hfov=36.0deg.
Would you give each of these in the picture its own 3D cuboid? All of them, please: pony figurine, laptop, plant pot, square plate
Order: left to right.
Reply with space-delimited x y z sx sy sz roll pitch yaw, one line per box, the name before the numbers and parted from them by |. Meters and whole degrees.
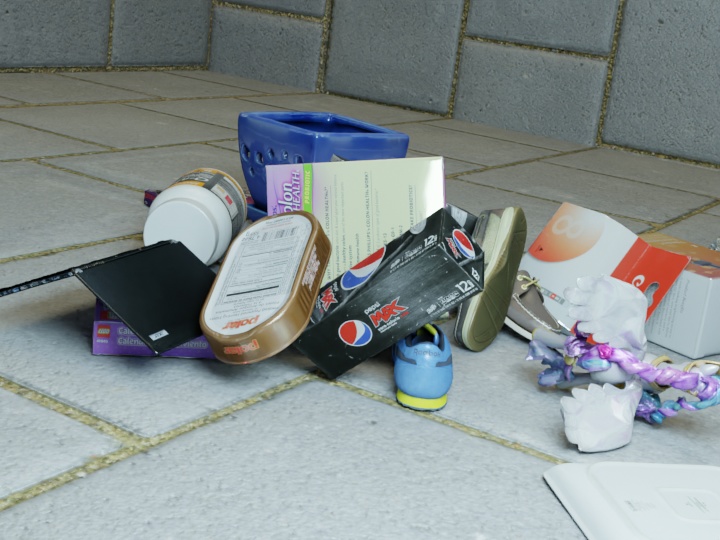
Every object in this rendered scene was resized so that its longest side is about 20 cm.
laptop | -0.250 0.035 1.158 0.199 0.104 0.177 -14 4 28
plant pot | -0.066 -0.144 1.730 0.199 0.181 0.199 -8 21 -42
pony figurine | 0.255 0.094 1.108 0.192 0.168 0.200 9 -2 -24
square plate | 0.272 0.202 0.900 0.197 0.029 0.200 5 15 -11

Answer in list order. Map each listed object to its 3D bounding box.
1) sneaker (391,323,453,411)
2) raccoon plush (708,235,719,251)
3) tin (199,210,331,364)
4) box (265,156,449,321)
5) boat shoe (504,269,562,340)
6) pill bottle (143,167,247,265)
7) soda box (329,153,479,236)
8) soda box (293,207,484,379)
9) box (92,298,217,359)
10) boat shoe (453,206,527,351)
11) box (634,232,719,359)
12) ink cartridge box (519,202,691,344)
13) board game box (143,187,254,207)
sneaker | 0.068 0.078 1.171 0.065 0.079 0.200 5 14 0
raccoon plush | 0.547 0.038 1.609 0.134 0.097 0.200 31 54 27
tin | -0.096 0.012 1.119 0.111 0.042 0.201 -13 37 24
box | -0.001 -0.029 1.246 0.198 0.177 0.097 -3 -5 4
boat shoe | 0.190 0.022 1.389 0.072 0.060 0.200 19 20 -39
pill bottle | -0.223 -0.067 1.495 0.115 0.117 0.200 8 15 2
soda box | 0.047 -0.079 1.402 0.199 0.064 0.071 21 7 -14
soda box | 0.025 0.026 1.097 0.071 0.199 0.064 44 31 -23
box | -0.225 0.044 1.227 0.136 0.039 0.200 3 16 -13
boat shoe | 0.147 0.008 1.337 0.066 0.202 0.072 3 -34 33
box | 0.416 0.028 1.465 0.152 0.107 0.200 -5 19 -38
ink cartridge box | 0.291 0.006 1.407 0.200 0.162 0.050 23 -20 52
board game box | -0.240 -0.111 1.823 0.199 0.033 0.120 -5 24 -40
